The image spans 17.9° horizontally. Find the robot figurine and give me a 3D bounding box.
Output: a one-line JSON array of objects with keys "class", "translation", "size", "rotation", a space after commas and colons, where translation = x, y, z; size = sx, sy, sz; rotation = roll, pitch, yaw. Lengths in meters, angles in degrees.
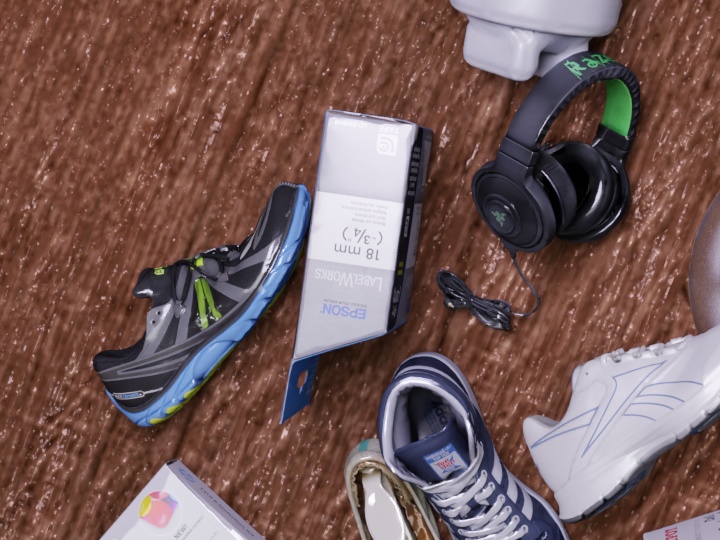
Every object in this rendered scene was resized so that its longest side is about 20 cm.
[{"class": "robot figurine", "translation": [0.121, -0.224, 1.480], "size": [0.113, 0.169, 0.201], "rotation": [24, 108, 48]}]

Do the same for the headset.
[{"class": "headset", "translation": [0.113, -0.054, 1.501], "size": [0.094, 0.123, 0.201], "rotation": [31, 115, 31]}]

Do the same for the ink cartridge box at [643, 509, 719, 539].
[{"class": "ink cartridge box", "translation": [0.283, 0.192, 1.454], "size": [0.199, 0.146, 0.085], "rotation": [-18, 95, 8]}]

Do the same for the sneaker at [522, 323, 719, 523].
[{"class": "sneaker", "translation": [0.186, 0.081, 1.496], "size": [0.200, 0.074, 0.087], "rotation": [-41, 77, 19]}]

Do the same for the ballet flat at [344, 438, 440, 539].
[{"class": "ballet flat", "translation": [0.034, 0.210, 1.536], "size": [0.067, 0.062, 0.201], "rotation": [-25, 88, 9]}]

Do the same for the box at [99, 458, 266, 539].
[{"class": "box", "translation": [-0.107, 0.255, 1.569], "size": [0.200, 0.041, 0.156], "rotation": [41, 96, 5]}]

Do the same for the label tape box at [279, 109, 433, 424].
[{"class": "label tape box", "translation": [0.000, 0.000, 1.497], "size": [0.063, 0.144, 0.201], "rotation": [8, 93, 6]}]

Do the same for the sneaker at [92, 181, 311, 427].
[{"class": "sneaker", "translation": [-0.107, 0.016, 1.549], "size": [0.083, 0.071, 0.200], "rotation": [42, 100, -1]}]

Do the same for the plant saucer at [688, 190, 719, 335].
[{"class": "plant saucer", "translation": [0.316, 0.009, 1.507], "size": [0.199, 0.032, 0.201], "rotation": [0, 92, 9]}]

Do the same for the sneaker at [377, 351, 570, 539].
[{"class": "sneaker", "translation": [0.075, 0.148, 1.505], "size": [0.070, 0.108, 0.200], "rotation": [-31, 87, 8]}]
